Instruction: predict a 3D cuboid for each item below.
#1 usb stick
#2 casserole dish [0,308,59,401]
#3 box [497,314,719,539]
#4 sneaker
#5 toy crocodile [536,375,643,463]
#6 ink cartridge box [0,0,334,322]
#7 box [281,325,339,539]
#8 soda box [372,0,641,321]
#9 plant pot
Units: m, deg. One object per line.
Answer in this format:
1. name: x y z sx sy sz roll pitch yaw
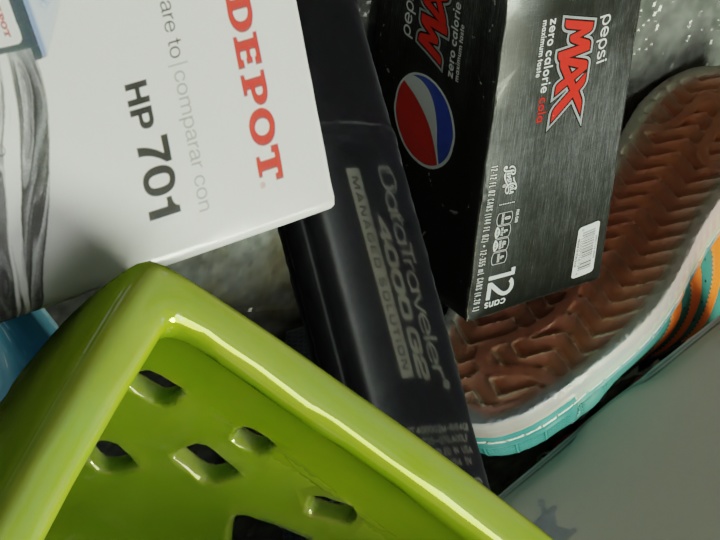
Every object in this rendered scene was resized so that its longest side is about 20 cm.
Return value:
1. usb stick: 0.000 0.000 0.908 0.033 0.200 0.055 -25 164 37
2. casserole dish: -0.160 0.032 0.875 0.121 0.039 0.200 -45 140 -9
3. box: 0.141 0.124 1.066 0.128 0.109 0.200 -39 151 -5
4. sneaker: 0.098 0.012 1.053 0.200 0.071 0.080 -45 142 -32
5. toy crocodile: 0.131 0.063 1.160 0.200 0.062 0.068 -35 137 -13
6. ink cartridge box: -0.119 -0.061 0.776 0.200 0.086 0.147 -20 105 -32
7. box: 0.025 0.136 1.009 0.051 0.158 0.200 -14 125 10
8. soda box: 0.049 -0.088 0.957 0.063 0.071 0.200 -17 128 -33
9. plant pot: -0.065 0.145 0.797 0.200 0.181 0.199 38 58 -19
